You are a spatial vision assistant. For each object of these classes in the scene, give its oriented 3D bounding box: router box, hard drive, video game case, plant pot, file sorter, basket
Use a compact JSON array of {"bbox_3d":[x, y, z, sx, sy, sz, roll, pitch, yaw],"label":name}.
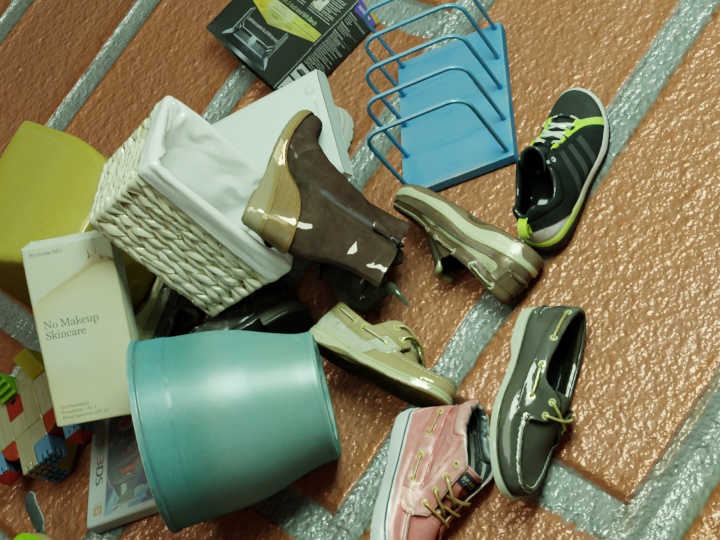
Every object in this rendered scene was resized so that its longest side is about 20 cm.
[{"bbox_3d":[-0.091,-0.317,1.879,0.157,0.052,0.200,-45,45,0],"label":"router box"},{"bbox_3d":[-0.112,-0.130,1.680,0.199,0.026,0.133,-25,69,24],"label":"hard drive"},{"bbox_3d":[-0.225,0.187,1.656,0.199,0.023,0.183,-22,51,22],"label":"video game case"},{"bbox_3d":[-0.333,-0.046,1.751,0.199,0.195,0.195,9,66,48],"label":"plant pot"},{"bbox_3d":[0.083,-0.210,1.635,0.138,0.123,0.201,-19,51,24],"label":"file sorter"},{"bbox_3d":[-0.122,0.147,1.490,0.187,0.201,0.201,-14,50,1],"label":"plant pot"},{"bbox_3d":[-0.180,-0.063,1.573,0.123,0.200,0.136,-37,29,28],"label":"basket"}]

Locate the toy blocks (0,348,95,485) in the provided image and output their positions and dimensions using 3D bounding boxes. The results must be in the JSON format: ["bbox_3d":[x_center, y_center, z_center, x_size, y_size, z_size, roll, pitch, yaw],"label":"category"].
[{"bbox_3d":[-0.376,0.186,1.727,0.200,0.100,0.137,-39,54,22],"label":"toy blocks"}]

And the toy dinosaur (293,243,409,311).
[{"bbox_3d":[0.000,0.000,1.601,0.200,0.077,0.103,44,105,36],"label":"toy dinosaur"}]

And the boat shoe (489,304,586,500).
[{"bbox_3d":[0.171,0.121,1.382,0.060,0.072,0.202,-9,53,35],"label":"boat shoe"}]

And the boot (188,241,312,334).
[{"bbox_3d":[-0.159,0.037,1.667,0.199,0.070,0.174,-22,45,-12],"label":"boot"}]

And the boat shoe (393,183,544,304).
[{"bbox_3d":[0.097,-0.026,1.536,0.202,0.075,0.075,31,86,44],"label":"boat shoe"}]

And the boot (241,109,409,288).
[{"bbox_3d":[-0.026,-0.077,1.564,0.073,0.165,0.201,116,176,-46],"label":"boot"}]

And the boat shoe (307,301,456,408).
[{"bbox_3d":[0.027,0.083,1.510,0.199,0.074,0.067,25,74,38],"label":"boat shoe"}]

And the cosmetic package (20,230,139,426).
[{"bbox_3d":[-0.302,0.061,1.611,0.103,0.202,0.073,-11,10,-1],"label":"cosmetic package"}]

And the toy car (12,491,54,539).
[{"bbox_3d":[-0.376,0.333,1.591,0.165,0.157,0.200,-50,33,11],"label":"toy car"}]

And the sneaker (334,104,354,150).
[{"bbox_3d":[-0.059,-0.124,1.704,0.074,0.087,0.201,-16,54,24],"label":"sneaker"}]

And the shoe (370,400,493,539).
[{"bbox_3d":[0.071,0.216,1.389,0.091,0.071,0.201,-16,48,34],"label":"shoe"}]

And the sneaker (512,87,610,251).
[{"bbox_3d":[0.205,-0.116,1.510,0.071,0.083,0.201,-2,60,34],"label":"sneaker"}]

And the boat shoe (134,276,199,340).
[{"bbox_3d":[-0.222,0.045,1.724,0.066,0.072,0.202,23,54,4],"label":"boat shoe"}]
